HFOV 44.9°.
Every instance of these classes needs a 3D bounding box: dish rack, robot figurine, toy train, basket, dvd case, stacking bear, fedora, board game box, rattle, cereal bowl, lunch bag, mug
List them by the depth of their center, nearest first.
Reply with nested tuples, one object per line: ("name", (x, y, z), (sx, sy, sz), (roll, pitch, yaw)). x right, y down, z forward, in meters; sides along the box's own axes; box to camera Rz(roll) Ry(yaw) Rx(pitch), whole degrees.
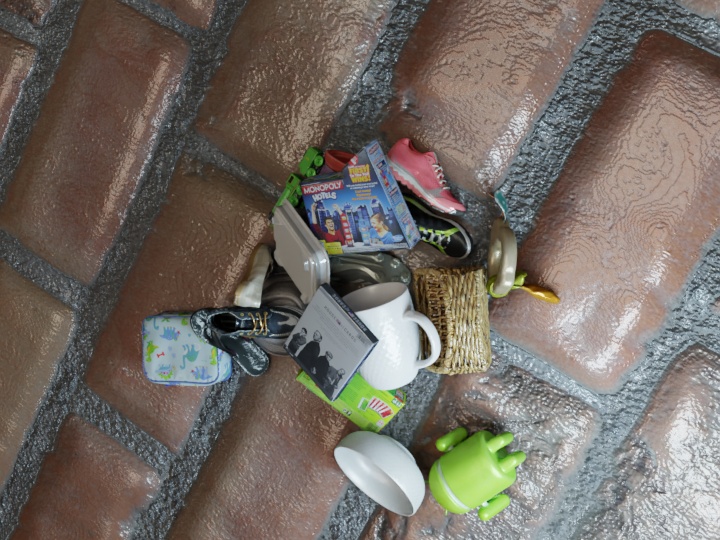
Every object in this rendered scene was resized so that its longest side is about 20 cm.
("board game box", (-0.006, -0.136, 1.625), (0.199, 0.062, 0.201), (-3, 111, 26))
("rattle", (0.304, -0.049, 1.630), (0.142, 0.130, 0.201), (2, 68, 10))
("dvd case", (-0.059, 0.138, 1.635), (0.150, 0.025, 0.200), (47, 134, 14))
("basket", (0.164, 0.094, 1.646), (0.148, 0.143, 0.201), (-2, 94, 15))
("mug", (0.062, 0.129, 1.651), (0.199, 0.147, 0.176), (-4, 110, 38))
("robot figurine", (0.216, 0.386, 1.669), (0.200, 0.116, 0.176), (-39, 74, 19))
("cereal bowl", (0.049, 0.386, 1.717), (0.200, 0.200, 0.083), (35, 64, 15))
("dish rack", (-0.124, -0.026, 1.725), (0.200, 0.043, 0.172), (53, 155, 37))
("stacking bear", (-0.048, -0.128, 1.739), (0.113, 0.121, 0.201), (25, 110, 15))
("board game box", (-0.018, 0.233, 1.746), (0.200, 0.048, 0.102), (38, 109, -8))
("toy train", (-0.131, -0.166, 1.801), (0.056, 0.042, 0.200), (41, 107, 24))
("fedora", (-0.172, 0.095, 1.807), (0.199, 0.090, 0.178), (-5, 92, 21))
("lunch bag", (-0.378, 0.171, 1.897), (0.199, 0.082, 0.162), (-1, 93, 20))

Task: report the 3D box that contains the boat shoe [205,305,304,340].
("boat shoe", (-0.203, 0.106, 1.722), (0.199, 0.091, 0.071), (2, 94, 18))

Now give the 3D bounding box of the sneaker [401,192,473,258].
("sneaker", (0.120, -0.074, 1.679), (0.200, 0.083, 0.072), (33, 132, 21))

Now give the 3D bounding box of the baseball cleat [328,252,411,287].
("baseball cleat", (0.000, 0.000, 1.753), (0.199, 0.107, 0.070), (17, 65, -5))

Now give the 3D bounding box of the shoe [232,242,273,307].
("shoe", (-0.207, 0.012, 1.773), (0.053, 0.200, 0.070), (12, 125, 3))

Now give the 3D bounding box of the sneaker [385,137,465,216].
("sneaker", (0.131, -0.182, 1.681), (0.200, 0.074, 0.087), (39, 103, 13))

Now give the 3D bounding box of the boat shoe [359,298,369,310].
("boat shoe", (-0.028, 0.126, 1.773), (0.064, 0.071, 0.200), (41, 105, -6))

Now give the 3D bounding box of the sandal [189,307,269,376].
("sandal", (-0.266, 0.145, 1.819), (0.200, 0.048, 0.075), (41, 74, -22))
